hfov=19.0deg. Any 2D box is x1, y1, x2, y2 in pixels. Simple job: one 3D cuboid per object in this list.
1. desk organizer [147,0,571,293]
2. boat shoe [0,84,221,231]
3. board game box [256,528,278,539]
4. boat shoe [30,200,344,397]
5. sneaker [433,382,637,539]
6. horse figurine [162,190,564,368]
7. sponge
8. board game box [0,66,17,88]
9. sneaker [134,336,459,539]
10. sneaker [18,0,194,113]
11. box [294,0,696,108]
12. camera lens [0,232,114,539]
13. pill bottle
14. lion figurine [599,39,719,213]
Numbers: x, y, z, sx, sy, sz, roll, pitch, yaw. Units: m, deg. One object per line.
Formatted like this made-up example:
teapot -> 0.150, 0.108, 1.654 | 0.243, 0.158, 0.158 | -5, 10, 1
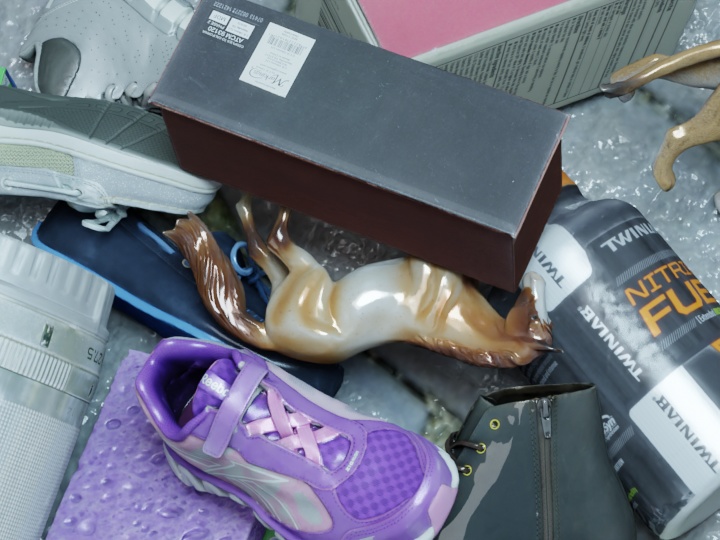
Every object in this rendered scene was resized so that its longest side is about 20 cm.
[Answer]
desk organizer -> 0.001, -0.064, 1.088 | 0.198, 0.077, 0.072 | 21, 69, 14
boat shoe -> -0.171, -0.058, 1.187 | 0.200, 0.074, 0.065 | 11, 111, 11
board game box -> 0.004, 0.222, 1.143 | 0.134, 0.029, 0.200 | -41, 74, -9
boat shoe -> -0.090, 0.005, 1.191 | 0.199, 0.084, 0.069 | 31, 78, 11
sneaker -> 0.038, 0.124, 1.101 | 0.198, 0.075, 0.107 | -14, 97, -7
horse figurine -> 0.000, 0.000, 1.129 | 0.198, 0.050, 0.134 | -9, 73, 5
sponge -> -0.112, 0.148, 1.154 | 0.111, 0.030, 0.201 | 14, 67, 19
board game box -> -0.314, -0.068, 1.255 | 0.198, 0.034, 0.137 | 10, 74, 7
sneaker -> -0.042, 0.084, 1.076 | 0.199, 0.089, 0.081 | 19, 65, 39
sneaker -> -0.115, -0.095, 1.236 | 0.199, 0.075, 0.116 | 34, 84, 23
box -> 0.075, -0.154, 1.185 | 0.198, 0.128, 0.110 | -21, 70, -15
camera lens -> -0.229, 0.078, 1.127 | 0.159, 0.160, 0.202 | 18, 82, 10
pill bottle -> 0.138, 0.036, 1.151 | 0.106, 0.106, 0.200 | -37, 74, -7
lion figurine -> 0.226, -0.073, 1.156 | 0.122, 0.200, 0.073 | -30, 47, 26
